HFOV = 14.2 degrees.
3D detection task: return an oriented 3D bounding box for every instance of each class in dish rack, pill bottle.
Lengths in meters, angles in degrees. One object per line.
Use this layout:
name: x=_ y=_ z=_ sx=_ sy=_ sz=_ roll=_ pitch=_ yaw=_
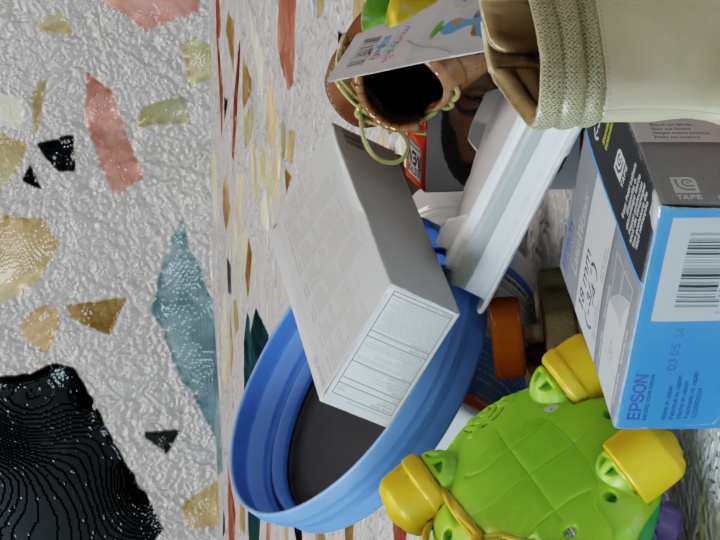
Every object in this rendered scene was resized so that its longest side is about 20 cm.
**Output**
dish rack: x=0.094 y=-0.092 z=1.600 sx=0.172 sy=0.043 sz=0.200 roll=-73 pitch=5 yaw=-47
pill bottle: x=0.053 y=0.042 z=1.799 sx=0.112 sy=0.112 sz=0.200 roll=100 pitch=-179 yaw=-49

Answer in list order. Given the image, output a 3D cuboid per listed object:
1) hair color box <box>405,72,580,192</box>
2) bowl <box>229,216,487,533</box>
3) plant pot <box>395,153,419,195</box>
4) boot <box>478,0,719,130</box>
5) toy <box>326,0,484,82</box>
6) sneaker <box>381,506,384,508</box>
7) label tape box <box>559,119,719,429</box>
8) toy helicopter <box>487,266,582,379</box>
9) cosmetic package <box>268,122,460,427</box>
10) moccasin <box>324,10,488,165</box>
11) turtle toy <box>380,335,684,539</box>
hair color box: x=0.082 y=-0.151 z=1.741 sx=0.061 sy=0.101 sz=0.201 roll=-129 pitch=38 yaw=-73
bowl: x=0.000 y=0.063 z=1.688 sx=0.201 sy=0.039 sz=0.201 roll=-41 pitch=30 yaw=30
plant pot: x=0.040 y=0.021 z=1.973 sx=0.201 sy=0.092 sz=0.202 roll=5 pitch=-90 yaw=-89
boot: x=0.129 y=-0.134 z=1.308 sx=0.073 sy=0.155 sz=0.200 roll=100 pitch=166 yaw=-47
toy: x=0.089 y=-0.133 z=1.486 sx=0.047 sy=0.200 sz=0.115 roll=59 pitch=-134 yaw=-30
sneaker: x=0.037 y=0.115 z=1.868 sx=0.076 sy=0.200 sz=0.088 roll=38 pitch=149 yaw=30
label tape box: x=0.147 y=-0.037 z=1.481 sx=0.200 sy=0.063 sz=0.145 roll=-104 pitch=16 yaw=-50
toy helicopter: x=0.119 y=0.059 z=1.697 sx=0.200 sy=0.079 sz=0.133 roll=-87 pitch=-11 yaw=-75
cosmetic package: x=0.000 y=0.000 z=1.647 sx=0.083 sy=0.051 sz=0.200 roll=-57 pitch=24 yaw=20
moccasin: x=0.023 y=-0.110 z=1.642 sx=0.074 sy=0.078 sz=0.201 roll=48 pitch=161 yaw=-15
turtle toy: x=0.111 y=0.139 z=1.508 sx=0.101 sy=0.146 sz=0.200 roll=53 pitch=-179 yaw=-43
